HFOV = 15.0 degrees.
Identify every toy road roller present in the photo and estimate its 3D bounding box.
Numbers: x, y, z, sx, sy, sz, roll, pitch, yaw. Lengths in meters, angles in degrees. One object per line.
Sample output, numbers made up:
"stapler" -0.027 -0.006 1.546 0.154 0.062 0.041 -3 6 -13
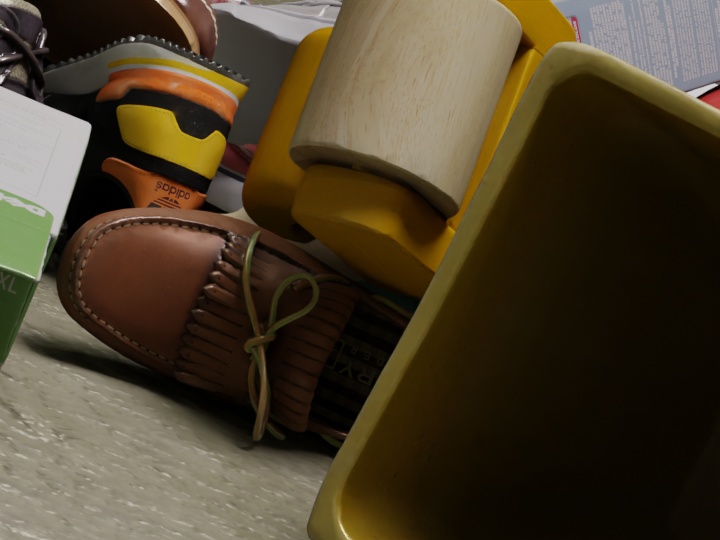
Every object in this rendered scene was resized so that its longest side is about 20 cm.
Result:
"toy road roller" 0.010 -0.054 1.116 0.145 0.123 0.200 14 -14 28

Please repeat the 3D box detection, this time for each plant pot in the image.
"plant pot" 0.140 0.065 0.972 0.194 0.196 0.200 30 4 30

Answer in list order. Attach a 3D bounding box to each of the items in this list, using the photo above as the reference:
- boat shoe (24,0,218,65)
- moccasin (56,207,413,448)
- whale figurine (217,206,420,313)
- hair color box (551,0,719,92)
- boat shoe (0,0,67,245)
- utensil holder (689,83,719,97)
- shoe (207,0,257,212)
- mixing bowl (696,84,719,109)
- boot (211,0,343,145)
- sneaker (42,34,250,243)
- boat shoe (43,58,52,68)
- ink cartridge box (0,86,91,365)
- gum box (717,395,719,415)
"boat shoe" -0.145 -0.144 1.269 0.199 0.071 0.070 25 40 20
"moccasin" -0.025 0.032 1.077 0.201 0.074 0.078 30 -2 -20
"whale figurine" 0.000 0.000 1.263 0.199 0.104 0.159 -15 32 -32
"hair color box" 0.104 -0.106 1.291 0.099 0.061 0.200 -3 10 40
"boat shoe" -0.168 -0.098 1.185 0.201 0.065 0.072 65 14 23
"utensil holder" 0.197 -0.009 1.463 0.169 0.171 0.200 16 12 -33
"shoe" -0.057 -0.089 1.471 0.071 0.091 0.200 18 12 -25
"mixing bowl" 0.171 0.003 1.273 0.200 0.201 0.108 30 17 33
"boot" -0.007 -0.107 1.396 0.199 0.074 0.095 9 23 29
"sneaker" -0.118 -0.041 1.220 0.070 0.090 0.200 23 -18 -22
"boat shoe" -0.148 -0.129 1.346 0.200 0.074 0.073 47 -14 10
"ink cartridge box" -0.167 -0.022 1.034 0.103 0.060 0.200 22 17 -8
"gum box" 0.167 0.035 1.145 0.114 0.066 0.201 -102 169 -76
